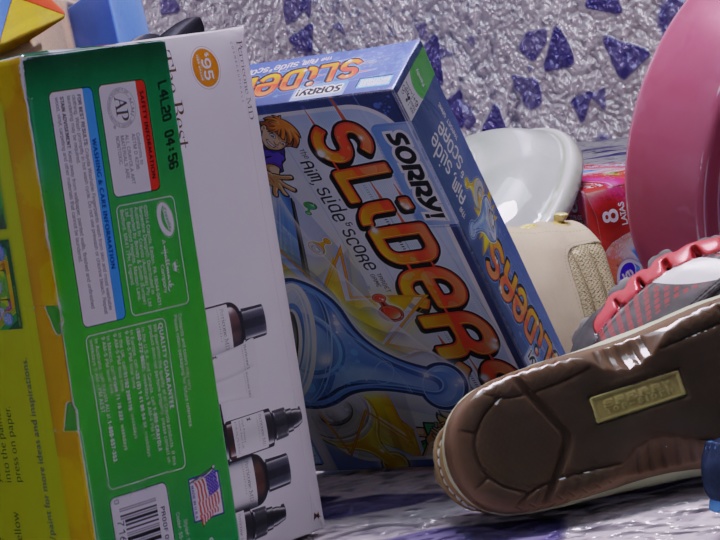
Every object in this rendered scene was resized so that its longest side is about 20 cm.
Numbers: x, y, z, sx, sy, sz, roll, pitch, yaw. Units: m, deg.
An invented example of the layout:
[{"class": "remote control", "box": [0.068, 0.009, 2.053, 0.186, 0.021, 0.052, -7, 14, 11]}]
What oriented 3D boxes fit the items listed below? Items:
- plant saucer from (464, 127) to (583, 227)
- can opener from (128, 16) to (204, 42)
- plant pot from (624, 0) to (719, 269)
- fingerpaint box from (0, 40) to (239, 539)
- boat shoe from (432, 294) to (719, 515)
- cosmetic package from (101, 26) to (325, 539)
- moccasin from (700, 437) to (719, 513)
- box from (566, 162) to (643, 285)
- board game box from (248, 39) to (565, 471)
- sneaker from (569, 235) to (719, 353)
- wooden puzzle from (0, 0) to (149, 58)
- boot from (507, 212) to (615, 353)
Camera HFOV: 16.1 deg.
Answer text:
[{"class": "plant saucer", "box": [0.029, -0.017, 1.372, 0.200, 0.050, 0.200, -37, 21, 17]}, {"class": "can opener", "box": [-0.089, -0.071, 1.144, 0.079, 0.063, 0.200, -38, 4, 21]}, {"class": "plant pot", "box": [0.258, -0.048, 1.232, 0.199, 0.201, 0.179, -13, 22, -41]}, {"class": "fingerpaint box", "box": [-0.132, 0.030, 0.880, 0.166, 0.201, 0.073, -5, 5, 40]}, {"class": "boat shoe", "box": [0.122, 0.052, 0.990, 0.199, 0.072, 0.076, -8, -11, -11]}, {"class": "cosmetic package", "box": [-0.069, 0.011, 0.973, 0.050, 0.201, 0.082, -6, 6, 36]}, {"class": "moccasin", "box": [0.211, 0.042, 0.895, 0.199, 0.069, 0.080, -11, 5, -16]}, {"class": "box", "box": [0.123, -0.008, 1.439, 0.099, 0.096, 0.200, -12, 6, -25]}, {"class": "board game box", "box": [0.000, 0.000, 1.059, 0.135, 0.200, 0.035, -6, 38, 31]}, {"class": "sneaker", "box": [0.182, 0.023, 1.093, 0.200, 0.071, 0.098, -25, 35, 6]}, {"class": "wooden puzzle", "box": [-0.133, -0.073, 1.177, 0.046, 0.186, 0.200, -26, -24, 24]}, {"class": "boot", "box": [0.035, -0.014, 1.224, 0.155, 0.200, 0.073, -11, -30, -44]}]
